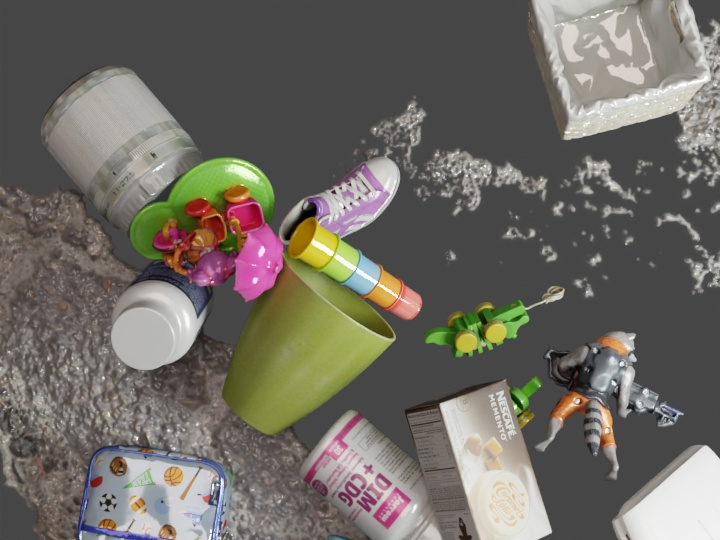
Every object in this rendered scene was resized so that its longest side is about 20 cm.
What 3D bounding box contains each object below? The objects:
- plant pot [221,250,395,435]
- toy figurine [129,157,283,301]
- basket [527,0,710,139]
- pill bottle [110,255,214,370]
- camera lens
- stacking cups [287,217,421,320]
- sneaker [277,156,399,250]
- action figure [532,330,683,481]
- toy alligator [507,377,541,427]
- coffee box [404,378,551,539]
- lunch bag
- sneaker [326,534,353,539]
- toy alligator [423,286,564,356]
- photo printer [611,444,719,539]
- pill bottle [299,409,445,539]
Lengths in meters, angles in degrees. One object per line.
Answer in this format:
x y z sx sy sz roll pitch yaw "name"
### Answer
-0.086 0.110 1.695 0.187 0.187 0.200 39 98 9 "plant pot"
-0.178 -0.031 1.634 0.199 0.184 0.151 -18 123 -13 "toy figurine"
0.336 -0.297 1.739 0.199 0.161 0.200 -15 79 0 "basket"
-0.259 0.056 1.677 0.110 0.200 0.112 1 106 4 "pill bottle"
-0.320 -0.163 1.752 0.160 0.160 0.200 -41 80 -4 "camera lens"
0.000 0.000 1.710 0.199 0.060 0.061 29 80 -29 "stacking cups"
-0.027 -0.088 1.746 0.200 0.114 0.073 -41 79 -6 "sneaker"
0.329 0.168 1.678 0.199 0.105 0.195 18 67 2 "action figure"
0.162 0.209 1.702 0.200 0.054 0.059 -41 79 -4 "toy alligator"
0.146 0.249 1.610 0.114 0.080 0.201 -14 87 -35 "coffee box"
-0.266 0.317 1.707 0.198 0.076 0.162 9 82 6 "lunch bag"
0.025 0.433 1.658 0.199 0.079 0.131 19 82 27 "sneaker"
0.183 0.077 1.737 0.199 0.059 0.055 -18 121 -1 "toy alligator"
0.413 0.330 1.617 0.199 0.069 0.167 -27 76 -40 "photo printer"
0.029 0.284 1.674 0.200 0.113 0.114 39 84 9 "pill bottle"
